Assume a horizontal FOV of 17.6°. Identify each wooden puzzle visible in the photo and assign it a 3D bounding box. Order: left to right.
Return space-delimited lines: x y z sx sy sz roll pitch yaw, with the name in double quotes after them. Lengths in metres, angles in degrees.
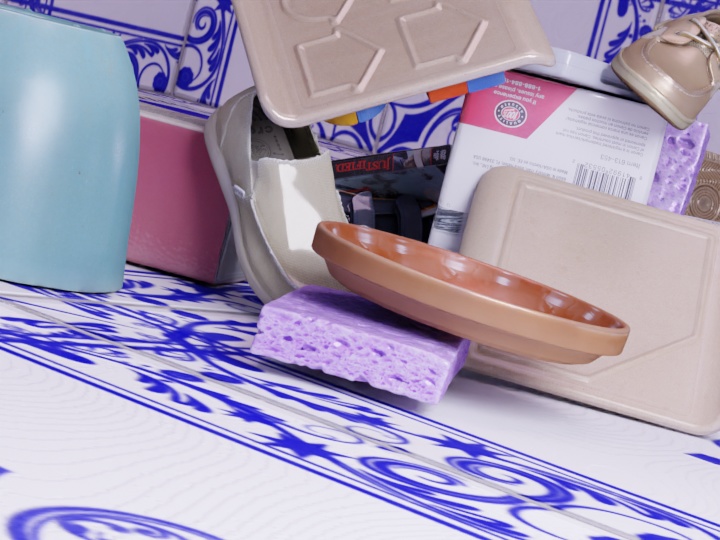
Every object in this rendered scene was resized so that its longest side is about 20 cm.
0.018 -0.164 1.603 0.200 0.046 0.185 -12 40 -4 "wooden puzzle"
0.160 0.021 1.573 0.200 0.037 0.185 13 48 5 "wooden puzzle"

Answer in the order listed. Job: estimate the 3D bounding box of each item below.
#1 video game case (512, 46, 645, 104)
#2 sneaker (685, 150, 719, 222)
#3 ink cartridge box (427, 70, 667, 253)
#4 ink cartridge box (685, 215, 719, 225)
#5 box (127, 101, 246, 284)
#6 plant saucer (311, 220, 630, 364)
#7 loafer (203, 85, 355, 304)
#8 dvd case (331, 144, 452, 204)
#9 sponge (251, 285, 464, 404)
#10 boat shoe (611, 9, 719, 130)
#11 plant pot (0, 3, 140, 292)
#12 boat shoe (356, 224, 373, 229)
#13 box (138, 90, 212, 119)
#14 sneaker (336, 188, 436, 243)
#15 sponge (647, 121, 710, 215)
0.113 -0.156 1.704 0.200 0.022 0.182 17 5 34 "video game case"
0.221 -0.064 1.954 0.200 0.070 0.108 -2 1 -23 "sneaker"
0.127 -0.035 1.679 0.145 0.200 0.084 14 3 2 "ink cartridge box"
0.317 -0.012 1.883 0.200 0.044 0.174 11 8 -34 "ink cartridge box"
-0.168 -0.068 1.710 0.200 0.109 0.128 15 6 12 "box"
0.064 0.016 1.410 0.200 0.032 0.200 18 5 -2 "plant saucer"
-0.048 -0.046 1.560 0.076 0.068 0.200 -9 58 -32 "loafer"
0.015 -0.054 1.907 0.200 0.022 0.146 -8 -26 26 "dvd case"
0.005 0.041 1.399 0.111 0.030 0.200 15 5 6 "sponge"
0.229 -0.152 1.641 0.071 0.065 0.200 43 21 2 "boat shoe"
-0.232 -0.089 1.493 0.200 0.161 0.201 14 5 -1 "plant pot"
0.000 0.000 1.693 0.072 0.068 0.200 11 4 -12 "boat shoe"
-0.208 -0.100 1.959 0.184 0.105 0.200 9 8 -39 "box"
0.017 -0.026 1.849 0.200 0.079 0.079 11 -15 -42 "sneaker"
0.182 -0.029 1.758 0.111 0.200 0.030 16 -12 13 "sponge"
